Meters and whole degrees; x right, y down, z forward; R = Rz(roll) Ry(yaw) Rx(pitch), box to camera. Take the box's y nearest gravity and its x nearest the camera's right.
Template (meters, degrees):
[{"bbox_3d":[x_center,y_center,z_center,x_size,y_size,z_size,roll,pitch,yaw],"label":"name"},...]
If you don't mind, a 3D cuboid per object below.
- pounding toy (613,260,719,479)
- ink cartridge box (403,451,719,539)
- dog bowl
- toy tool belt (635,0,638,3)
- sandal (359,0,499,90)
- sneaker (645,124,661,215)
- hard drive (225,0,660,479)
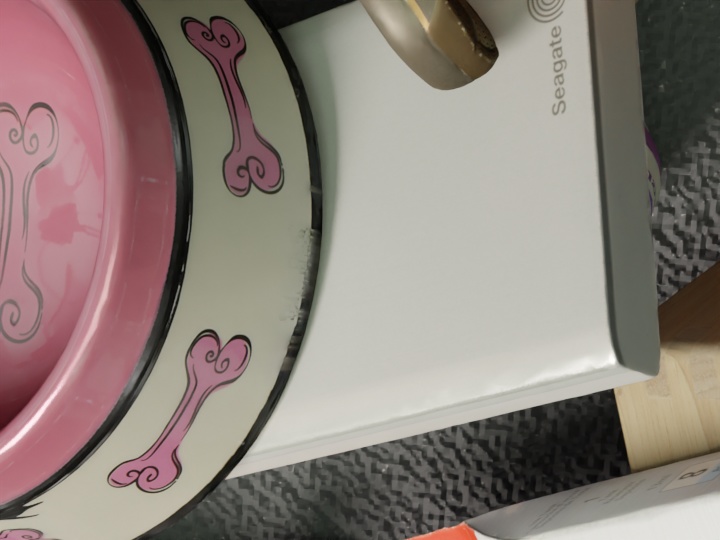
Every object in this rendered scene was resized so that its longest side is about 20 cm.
[{"bbox_3d":[0.195,0.047,0.747,0.141,0.200,0.185,0,111,39],"label":"pounding toy"},{"bbox_3d":[0.074,0.148,0.723,0.199,0.047,0.161,-20,97,41],"label":"ink cartridge box"},{"bbox_3d":[-0.111,-0.013,0.738,0.199,0.074,0.202,-6,80,36],"label":"dog bowl"},{"bbox_3d":[0.037,-0.172,0.716,0.200,0.125,0.123,40,113,-9],"label":"toy tool belt"},{"bbox_3d":[-0.035,-0.107,0.711,0.055,0.082,0.200,-48,59,8],"label":"sandal"},{"bbox_3d":[0.000,-0.001,0.773,0.199,0.114,0.073,-25,106,11],"label":"sneaker"},{"bbox_3d":[-0.004,-0.014,0.726,0.199,0.027,0.133,-16,68,37],"label":"hard drive"}]
